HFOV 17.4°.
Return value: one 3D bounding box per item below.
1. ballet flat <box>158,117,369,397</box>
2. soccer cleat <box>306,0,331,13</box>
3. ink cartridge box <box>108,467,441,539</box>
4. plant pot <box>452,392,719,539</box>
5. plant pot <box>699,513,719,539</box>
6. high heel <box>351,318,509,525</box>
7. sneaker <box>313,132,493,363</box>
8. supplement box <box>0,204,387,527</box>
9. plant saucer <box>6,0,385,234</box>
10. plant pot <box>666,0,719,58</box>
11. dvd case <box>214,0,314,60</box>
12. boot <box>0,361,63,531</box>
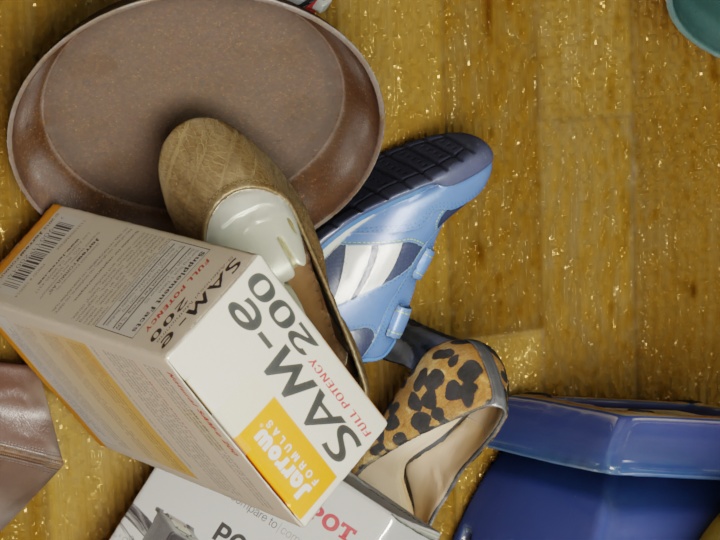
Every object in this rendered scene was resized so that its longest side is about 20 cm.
[{"bbox_3d":[-0.043,0.013,1.236,0.067,0.072,0.201,-26,116,-7],"label":"ballet flat"},{"bbox_3d":[-0.032,-0.191,1.288,0.085,0.069,0.200,44,95,10],"label":"soccer cleat"},{"bbox_3d":[-0.071,0.188,1.282,0.201,0.145,0.083,-58,152,-3],"label":"ink cartridge box"},{"bbox_3d":[0.167,0.167,1.363,0.199,0.200,0.181,4,91,-24],"label":"plant pot"},{"bbox_3d":[0.241,0.182,1.215,0.199,0.142,0.202,2,85,-25],"label":"plant pot"},{"bbox_3d":[0.028,0.131,1.322,0.071,0.142,0.202,8,96,-24],"label":"high heel"},{"bbox_3d":[0.000,0.000,1.329,0.200,0.074,0.082,-39,112,-4],"label":"sneaker"},{"bbox_3d":[-0.095,0.044,1.203,0.074,0.199,0.126,-49,124,-20],"label":"supplement box"},{"bbox_3d":[-0.087,-0.081,1.247,0.199,0.035,0.201,-5,137,-5],"label":"plant saucer"},{"bbox_3d":[0.277,-0.214,1.354,0.199,0.200,0.135,15,66,-24],"label":"plant pot"},{"bbox_3d":[-0.032,-0.224,1.213,0.199,0.025,0.151,-31,88,25],"label":"dvd case"},{"bbox_3d":[-0.242,0.039,1.238,0.199,0.064,0.188,14,102,-23],"label":"boot"}]
